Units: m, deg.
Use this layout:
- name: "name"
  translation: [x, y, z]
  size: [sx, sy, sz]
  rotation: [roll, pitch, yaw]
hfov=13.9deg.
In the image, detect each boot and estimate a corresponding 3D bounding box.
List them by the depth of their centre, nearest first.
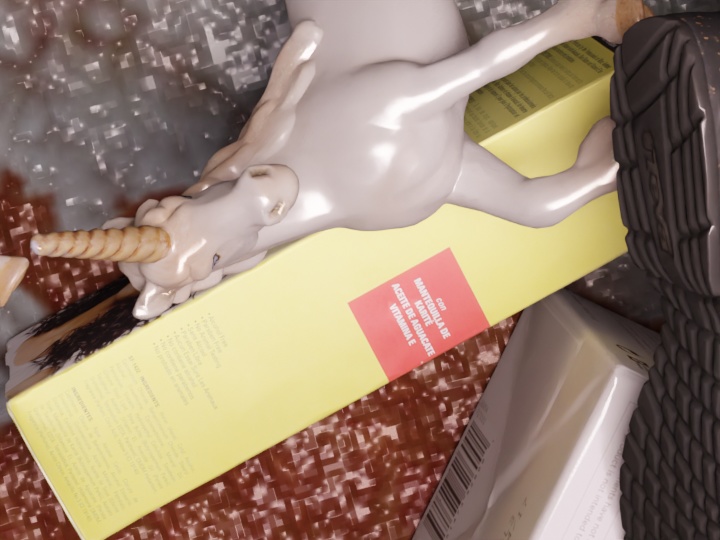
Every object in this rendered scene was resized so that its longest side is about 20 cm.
- name: "boot"
  translation: [0.134, 0.023, 0.712]
  size: [0.131, 0.070, 0.201]
  rotation: [-11, 115, -19]

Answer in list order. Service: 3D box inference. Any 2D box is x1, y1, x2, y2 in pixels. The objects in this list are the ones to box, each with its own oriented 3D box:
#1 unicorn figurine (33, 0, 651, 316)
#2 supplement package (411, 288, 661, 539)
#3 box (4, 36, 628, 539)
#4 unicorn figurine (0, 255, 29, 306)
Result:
- name: "unicorn figurine"
  translation: [0.009, -0.054, 0.746]
  size: [0.137, 0.200, 0.074]
  rotation: [-14, 125, 15]
- name: "supplement package"
  translation: [0.120, 0.106, 0.820]
  size: [0.199, 0.120, 0.122]
  rotation: [25, 97, -11]
- name: "box"
  translation: [0.000, 0.000, 0.808]
  size: [0.199, 0.075, 0.050]
  rotation: [-28, 104, -2]
- name: "unicorn figurine"
  translation: [-0.159, -0.015, 0.783]
  size: [0.137, 0.074, 0.201]
  rotation: [33, 102, -1]
